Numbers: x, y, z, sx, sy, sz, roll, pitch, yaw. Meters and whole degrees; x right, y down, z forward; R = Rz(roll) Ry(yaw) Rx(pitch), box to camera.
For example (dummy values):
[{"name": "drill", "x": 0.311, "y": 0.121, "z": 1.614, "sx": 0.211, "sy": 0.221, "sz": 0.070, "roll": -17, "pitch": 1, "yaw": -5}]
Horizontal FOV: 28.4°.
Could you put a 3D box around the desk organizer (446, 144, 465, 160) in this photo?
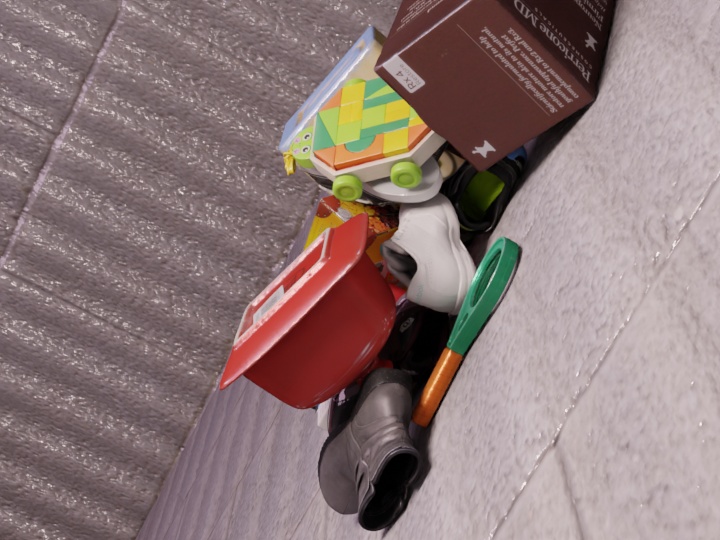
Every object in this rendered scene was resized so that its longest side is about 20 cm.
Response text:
[{"name": "desk organizer", "x": 0.172, "y": -0.221, "z": 1.684, "sx": 0.201, "sy": 0.071, "sz": 0.077, "roll": -63, "pitch": 5, "yaw": -3}]

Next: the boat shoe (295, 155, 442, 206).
[{"name": "boat shoe", "x": 0.016, "y": -0.107, "z": 1.569, "sx": 0.199, "sy": 0.064, "sz": 0.071, "roll": 19, "pitch": 66, "yaw": 40}]

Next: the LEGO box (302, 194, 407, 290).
[{"name": "LEGO box", "x": 0.000, "y": 0.000, "z": 1.686, "sx": 0.148, "sy": 0.077, "sz": 0.201, "roll": -19, "pitch": -39, "yaw": -44}]

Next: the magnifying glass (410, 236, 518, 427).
[{"name": "magnifying glass", "x": 0.100, "y": 0.059, "z": 1.389, "sx": 0.201, "sy": 0.022, "sz": 0.080, "roll": -65, "pitch": 8, "yaw": 2}]

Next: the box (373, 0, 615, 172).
[{"name": "box", "x": 0.144, "y": -0.249, "z": 1.472, "sx": 0.164, "sy": 0.166, "sz": 0.201, "roll": -31, "pitch": 28, "yaw": 39}]

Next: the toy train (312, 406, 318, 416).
[{"name": "toy train", "x": -0.027, "y": 0.095, "z": 1.827, "sx": 0.114, "sy": 0.086, "sz": 0.201, "roll": -53, "pitch": 23, "yaw": 40}]

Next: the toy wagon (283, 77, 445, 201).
[{"name": "toy wagon", "x": 0.000, "y": -0.147, "z": 1.537, "sx": 0.198, "sy": 0.040, "sz": 0.156, "roll": -12, "pitch": 50, "yaw": 22}]

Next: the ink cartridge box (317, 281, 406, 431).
[{"name": "ink cartridge box", "x": 0.026, "y": 0.089, "z": 1.615, "sx": 0.201, "sy": 0.067, "sz": 0.116, "roll": -61, "pitch": 8, "yaw": 11}]

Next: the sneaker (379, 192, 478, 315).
[{"name": "sneaker", "x": 0.058, "y": -0.027, "z": 1.498, "sx": 0.200, "sy": 0.088, "sz": 0.076, "roll": -113, "pitch": 31, "yaw": -56}]

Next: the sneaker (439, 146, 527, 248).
[{"name": "sneaker", "x": 0.110, "y": -0.066, "z": 1.563, "sx": 0.200, "sy": 0.071, "sz": 0.083, "roll": -53, "pitch": 6, "yaw": 39}]

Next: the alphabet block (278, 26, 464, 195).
[{"name": "alphabet block", "x": 0.029, "y": -0.181, "z": 1.887, "sx": 0.195, "sy": 0.200, "sz": 0.197, "roll": -47, "pitch": 11, "yaw": 13}]

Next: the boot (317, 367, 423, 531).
[{"name": "boot", "x": 0.004, "y": 0.204, "z": 1.387, "sx": 0.132, "sy": 0.069, "sz": 0.201, "roll": -94, "pitch": 17, "yaw": -49}]

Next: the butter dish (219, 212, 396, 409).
[{"name": "butter dish", "x": -0.028, "y": 0.064, "z": 1.430, "sx": 0.199, "sy": 0.148, "sz": 0.200, "roll": -43, "pitch": 10, "yaw": 11}]

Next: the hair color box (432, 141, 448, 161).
[{"name": "hair color box", "x": 0.076, "y": -0.175, "z": 1.671, "sx": 0.111, "sy": 0.064, "sz": 0.200, "roll": -61, "pitch": 5, "yaw": 33}]

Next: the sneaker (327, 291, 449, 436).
[{"name": "sneaker", "x": 0.031, "y": 0.112, "z": 1.488, "sx": 0.201, "sy": 0.075, "sz": 0.116, "roll": -62, "pitch": 11, "yaw": 1}]
